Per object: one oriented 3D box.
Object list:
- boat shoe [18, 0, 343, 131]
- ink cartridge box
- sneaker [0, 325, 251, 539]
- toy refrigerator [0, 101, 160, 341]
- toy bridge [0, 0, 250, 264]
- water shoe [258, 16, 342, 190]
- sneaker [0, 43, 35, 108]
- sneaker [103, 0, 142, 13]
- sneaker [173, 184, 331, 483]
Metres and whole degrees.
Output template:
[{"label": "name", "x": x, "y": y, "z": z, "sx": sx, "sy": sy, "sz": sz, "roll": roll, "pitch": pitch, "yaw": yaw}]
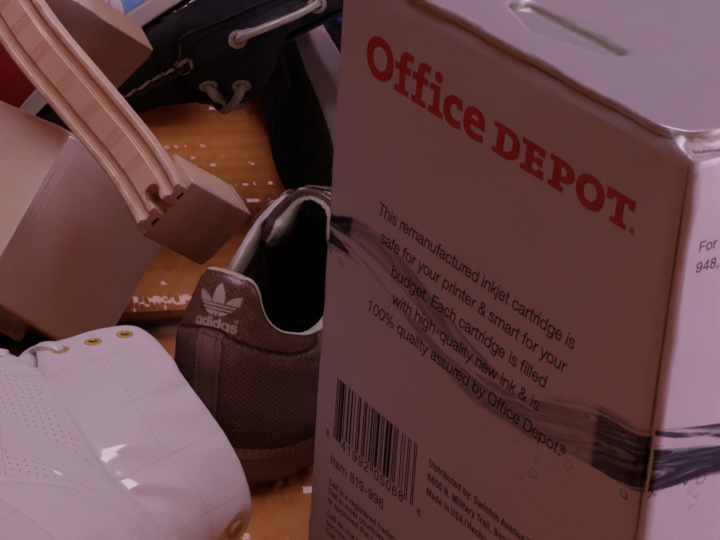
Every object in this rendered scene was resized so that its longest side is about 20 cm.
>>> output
[{"label": "boat shoe", "x": -0.043, "y": -0.096, "z": 0.810, "sx": 0.200, "sy": 0.060, "sz": 0.076, "roll": -35, "pitch": 7, "yaw": 1}, {"label": "ink cartridge box", "x": 0.061, "y": 0.021, "z": 0.582, "sx": 0.083, "sy": 0.200, "sz": 0.147, "roll": -15, "pitch": 34, "yaw": -31}, {"label": "sneaker", "x": -0.129, "y": 0.046, "z": 0.652, "sx": 0.200, "sy": 0.074, "sz": 0.116, "roll": 33, "pitch": 36, "yaw": 22}, {"label": "toy refrigerator", "x": -0.175, "y": -0.038, "z": 0.775, "sx": 0.200, "sy": 0.070, "sz": 0.076, "roll": 23, "pitch": -10, "yaw": 31}, {"label": "toy bridge", "x": -0.104, "y": -0.087, "z": 0.731, "sx": 0.067, "sy": 0.027, "sz": 0.200, "roll": 28, "pitch": 24, "yaw": -49}, {"label": "water shoe", "x": -0.003, "y": -0.087, "z": 0.908, "sx": 0.079, "sy": 0.072, "sz": 0.200, "roll": -1, "pitch": 29, "yaw": -14}, {"label": "sneaker", "x": -0.140, "y": -0.129, "z": 0.852, "sx": 0.087, "sy": 0.200, "sz": 0.074, "roll": 31, "pitch": 61, "yaw": 23}, {"label": "sneaker", "x": -0.080, "y": -0.174, "z": 0.962, "sx": 0.072, "sy": 0.072, "sz": 0.200, "roll": -16, "pitch": 41, "yaw": 38}, {"label": "sneaker", "x": 0.000, "y": 0.000, "z": 0.743, "sx": 0.070, "sy": 0.076, "sz": 0.200, "roll": 15, "pitch": 31, "yaw": 19}]
